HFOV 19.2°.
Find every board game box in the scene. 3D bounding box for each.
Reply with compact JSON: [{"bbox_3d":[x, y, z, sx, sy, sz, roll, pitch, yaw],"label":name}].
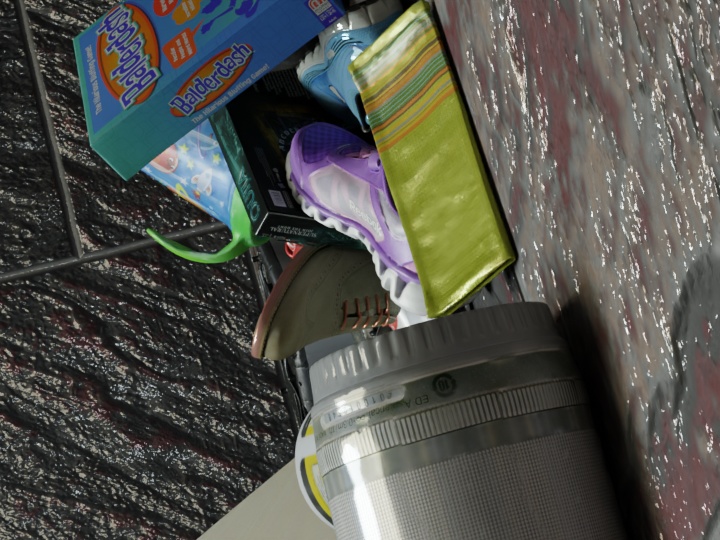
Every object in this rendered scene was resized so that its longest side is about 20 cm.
[{"bbox_3d":[-0.045,-0.095,1.624,0.028,0.135,0.201,-58,39,34],"label":"board game box"},{"bbox_3d":[-0.113,-0.174,1.530,0.045,0.200,0.152,44,-164,-35],"label":"board game box"}]

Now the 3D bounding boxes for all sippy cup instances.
[{"bbox_3d":[-0.115,-0.107,1.754,0.178,0.130,0.140,-55,-15,-39],"label":"sippy cup"}]

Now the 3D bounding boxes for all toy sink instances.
[{"bbox_3d":[-0.014,0.218,1.647,0.130,0.200,0.112,48,174,24],"label":"toy sink"}]

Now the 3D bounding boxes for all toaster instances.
[{"bbox_3d":[-0.021,0.064,1.976,0.200,0.118,0.182,-120,17,-70],"label":"toaster"}]

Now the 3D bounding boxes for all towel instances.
[{"bbox_3d":[0.044,-0.074,1.399,0.086,0.018,0.201,-43,54,43],"label":"towel"}]

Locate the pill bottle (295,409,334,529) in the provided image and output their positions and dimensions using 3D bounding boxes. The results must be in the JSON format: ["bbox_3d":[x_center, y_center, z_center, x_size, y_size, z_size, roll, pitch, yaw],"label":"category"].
[{"bbox_3d":[0.038,0.120,1.459,0.200,0.114,0.115,152,105,-66],"label":"pill bottle"}]

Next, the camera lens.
[{"bbox_3d":[0.064,0.134,1.206,0.160,0.159,0.201,111,145,-79],"label":"camera lens"}]

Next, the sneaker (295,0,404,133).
[{"bbox_3d":[0.004,-0.131,1.560,0.200,0.078,0.090,101,148,-81],"label":"sneaker"}]

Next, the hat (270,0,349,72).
[{"bbox_3d":[-0.053,-0.208,1.615,0.081,0.200,0.201,44,-167,-33],"label":"hat"}]

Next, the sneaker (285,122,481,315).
[{"bbox_3d":[0.019,-0.058,1.497,0.200,0.080,0.089,45,144,40],"label":"sneaker"}]

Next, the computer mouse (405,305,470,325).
[{"bbox_3d":[0.064,0.064,1.575,0.110,0.044,0.201,108,148,-80],"label":"computer mouse"}]

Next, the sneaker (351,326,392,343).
[{"bbox_3d":[0.024,0.052,1.826,0.091,0.066,0.201,-131,24,-70],"label":"sneaker"}]

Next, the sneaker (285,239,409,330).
[{"bbox_3d":[0.000,0.000,1.711,0.067,0.107,0.202,105,151,-77],"label":"sneaker"}]

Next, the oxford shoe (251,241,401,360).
[{"bbox_3d":[-0.009,0.015,1.589,0.074,0.200,0.071,29,131,18],"label":"oxford shoe"}]
